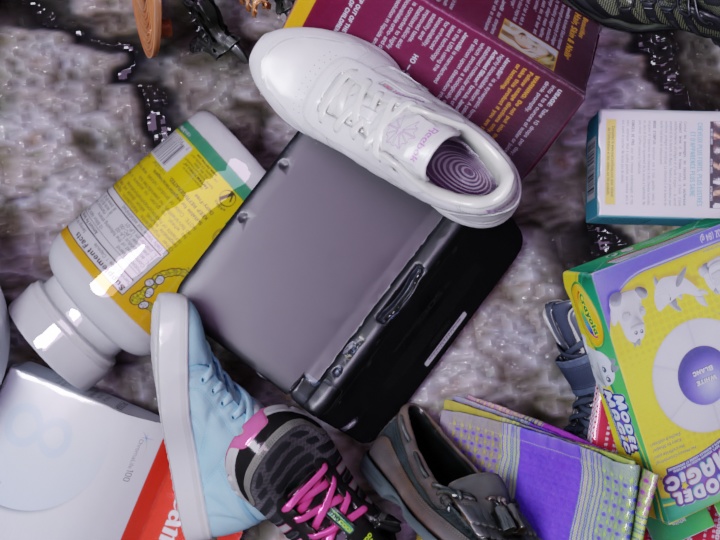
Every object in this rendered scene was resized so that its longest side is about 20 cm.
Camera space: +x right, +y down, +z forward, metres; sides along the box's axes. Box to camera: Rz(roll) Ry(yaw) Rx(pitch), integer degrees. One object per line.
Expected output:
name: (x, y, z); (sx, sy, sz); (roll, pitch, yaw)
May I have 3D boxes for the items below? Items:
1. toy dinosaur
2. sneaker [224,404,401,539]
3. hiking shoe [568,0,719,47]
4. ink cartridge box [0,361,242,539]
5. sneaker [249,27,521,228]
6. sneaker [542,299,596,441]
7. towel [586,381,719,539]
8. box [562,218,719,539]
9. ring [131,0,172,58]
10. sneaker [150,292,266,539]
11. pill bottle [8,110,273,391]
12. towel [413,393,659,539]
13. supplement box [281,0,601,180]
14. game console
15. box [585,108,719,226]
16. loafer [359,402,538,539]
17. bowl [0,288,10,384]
toy dinosaur: (-0.109, -0.226, 0.841); (0.102, 0.136, 0.200); (-18, 44, 14)
sneaker: (-0.019, 0.165, 0.788); (0.074, 0.200, 0.087); (-44, 45, -17)
hiking shoe: (0.242, -0.213, 0.860); (0.200, 0.101, 0.076); (16, 85, 1)
ink cartridge box: (-0.188, 0.178, 0.850); (0.200, 0.047, 0.160); (23, 93, 0)
sneaker: (0.020, -0.098, 0.739); (0.200, 0.100, 0.075); (30, 92, 1)
sneaker: (0.153, 0.102, 0.843); (0.202, 0.077, 0.146); (-38, 98, -12)
towel: (0.247, 0.132, 0.819); (0.200, 0.022, 0.145); (10, 87, -16)
box: (0.220, 0.077, 0.776); (0.117, 0.048, 0.200); (-20, 98, -15)
ring: (-0.151, -0.251, 0.819); (0.019, 0.200, 0.201); (-8, 86, -14)
sneaker: (-0.095, 0.096, 0.798); (0.082, 0.074, 0.200); (-10, 125, -10)
pill bottle: (-0.150, -0.011, 0.841); (0.200, 0.113, 0.113); (-42, 87, -3)
towel: (0.108, 0.174, 0.799); (0.023, 0.200, 0.144); (14, 91, -35)
supplement box: (0.059, -0.167, 0.820); (0.200, 0.110, 0.086); (30, 130, -6)
game console: (0.000, 0.000, 0.837); (0.116, 0.176, 0.200); (36, 87, 29)
box: (0.273, -0.075, 0.876); (0.200, 0.049, 0.082); (2, 86, 0)
loafer: (0.065, 0.151, 0.790); (0.072, 0.200, 0.063); (22, 96, -34)
bowl: (-0.328, 0.050, 0.838); (0.201, 0.090, 0.201); (-1, 85, 15)
